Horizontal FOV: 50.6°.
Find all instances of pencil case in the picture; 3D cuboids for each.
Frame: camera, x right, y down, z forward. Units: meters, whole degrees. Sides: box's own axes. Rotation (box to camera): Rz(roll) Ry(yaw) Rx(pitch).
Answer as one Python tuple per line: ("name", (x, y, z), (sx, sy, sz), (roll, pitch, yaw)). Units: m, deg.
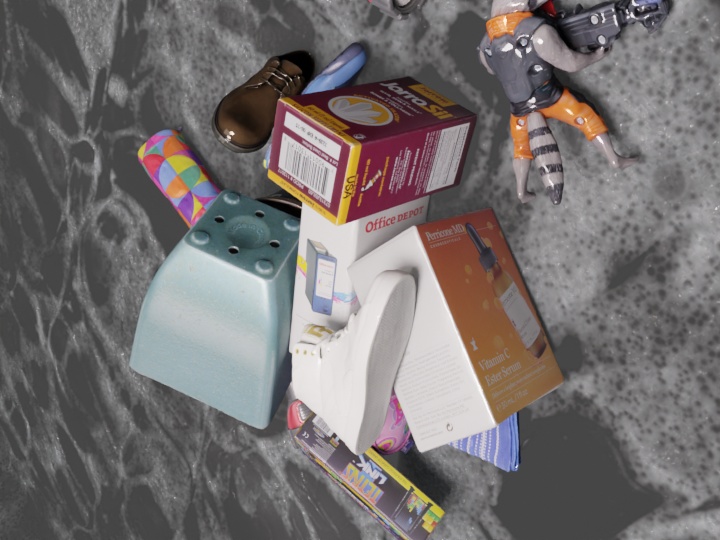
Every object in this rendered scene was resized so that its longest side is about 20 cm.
("pencil case", (-0.261, -0.129, 1.171), (0.201, 0.087, 0.089), (52, 136, 21))
("pencil case", (-0.009, 0.162, 1.001), (0.198, 0.086, 0.090), (26, 124, 47))

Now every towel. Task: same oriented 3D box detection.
("towel", (0.110, 0.153, 0.931), (0.197, 0.024, 0.149), (12, 113, 44))

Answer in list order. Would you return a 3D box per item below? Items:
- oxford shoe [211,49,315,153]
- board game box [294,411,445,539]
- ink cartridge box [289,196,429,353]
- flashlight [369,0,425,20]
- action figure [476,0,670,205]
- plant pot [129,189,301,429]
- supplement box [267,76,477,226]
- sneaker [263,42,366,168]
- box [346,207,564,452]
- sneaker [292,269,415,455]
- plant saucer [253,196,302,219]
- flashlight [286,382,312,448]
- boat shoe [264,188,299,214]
("oxford shoe", (-0.111, -0.209, 0.894), (0.072, 0.202, 0.084), (37, 133, -9))
("board game box", (0.008, 0.269, 0.976), (0.199, 0.057, 0.166), (39, 163, 13))
("ink cartridge box", (0.000, 0.000, 0.881), (0.086, 0.144, 0.205), (24, 119, 32))
("flashlight", (-0.011, -0.342, 0.831), (0.199, 0.068, 0.068), (41, 166, 33))
("action figure", (0.177, -0.171, 0.671), (0.198, 0.104, 0.197), (-13, 106, 50))
("plant pot", (-0.150, 0.024, 0.931), (0.191, 0.198, 0.203), (22, 132, 6))
("supplement box", (0.016, -0.129, 0.782), (0.110, 0.198, 0.087), (35, 128, 30))
("sneaker", (-0.040, -0.182, 0.919), (0.082, 0.074, 0.201), (38, 126, -1))
("box", (0.100, 0.056, 0.789), (0.105, 0.150, 0.204), (-28, 81, 41))
("sneaker", (-0.017, 0.071, 0.749), (0.114, 0.073, 0.204), (32, 122, 30))
("plant saucer", (-0.088, -0.022, 1.011), (0.195, 0.035, 0.204), (15, 135, 15))
("flashlight", (-0.099, 0.153, 1.118), (0.067, 0.067, 0.205), (-22, 86, 35))
("boat shoe", (-0.133, -0.065, 1.072), (0.198, 0.061, 0.077), (-19, 94, 49))
